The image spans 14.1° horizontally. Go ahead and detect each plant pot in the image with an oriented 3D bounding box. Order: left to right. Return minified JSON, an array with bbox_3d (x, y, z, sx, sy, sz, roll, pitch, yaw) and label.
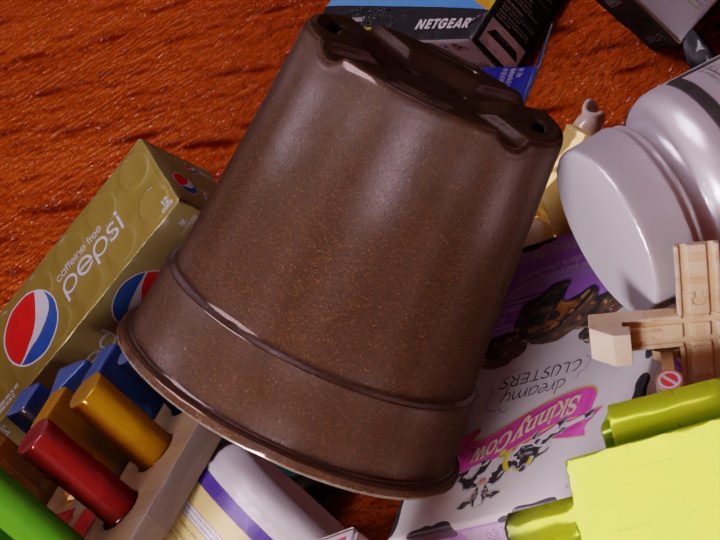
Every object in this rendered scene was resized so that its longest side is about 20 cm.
[{"bbox_3d":[-0.001,-0.016,1.534,0.199,0.199,0.200,-66,27,15],"label":"plant pot"}]

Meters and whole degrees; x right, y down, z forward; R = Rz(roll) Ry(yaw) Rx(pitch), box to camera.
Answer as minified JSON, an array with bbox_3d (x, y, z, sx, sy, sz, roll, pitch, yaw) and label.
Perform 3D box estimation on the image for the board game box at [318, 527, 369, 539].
[{"bbox_3d":[0.008,0.249,1.493,0.034,0.126,0.201,-23,38,35],"label":"board game box"}]

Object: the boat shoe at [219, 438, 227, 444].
[{"bbox_3d":[-0.136,0.071,1.857,0.200,0.071,0.063,36,99,32],"label":"boat shoe"}]

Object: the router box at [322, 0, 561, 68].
[{"bbox_3d":[0.065,-0.200,2.010,0.199,0.051,0.150,3,56,54],"label":"router box"}]

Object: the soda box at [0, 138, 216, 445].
[{"bbox_3d":[-0.162,0.019,1.803,0.200,0.064,0.068,-49,45,15],"label":"soda box"}]

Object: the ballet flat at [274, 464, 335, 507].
[{"bbox_3d":[-0.079,0.156,1.760,0.199,0.075,0.074,-24,21,-26],"label":"ballet flat"}]

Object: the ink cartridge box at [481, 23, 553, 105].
[{"bbox_3d":[0.060,-0.043,1.654,0.100,0.039,0.201,-64,-7,-71],"label":"ink cartridge box"}]

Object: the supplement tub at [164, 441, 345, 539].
[{"bbox_3d":[-0.088,0.213,1.641,0.200,0.145,0.145,-47,30,0],"label":"supplement tub"}]

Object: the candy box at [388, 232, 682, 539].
[{"bbox_3d":[0.120,0.073,1.604,0.167,0.071,0.201,-17,42,42],"label":"candy box"}]

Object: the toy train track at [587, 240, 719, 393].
[{"bbox_3d":[0.216,0.033,1.473,0.198,0.115,0.033,-6,45,5],"label":"toy train track"}]

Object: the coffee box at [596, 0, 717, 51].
[{"bbox_3d":[0.225,-0.235,1.781,0.200,0.080,0.114,-48,2,-1],"label":"coffee box"}]

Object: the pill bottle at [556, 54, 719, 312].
[{"bbox_3d":[0.211,-0.061,1.531,0.199,0.115,0.114,-27,26,-15],"label":"pill bottle"}]

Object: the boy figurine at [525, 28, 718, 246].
[{"bbox_3d":[0.144,-0.055,1.731,0.200,0.064,0.125,-38,39,13],"label":"boy figurine"}]

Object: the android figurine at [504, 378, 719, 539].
[{"bbox_3d":[0.174,0.137,1.430,0.199,0.041,0.183,-17,61,11],"label":"android figurine"}]

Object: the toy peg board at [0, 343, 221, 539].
[{"bbox_3d":[-0.181,0.114,1.666,0.200,0.098,0.200,-24,30,50],"label":"toy peg board"}]
